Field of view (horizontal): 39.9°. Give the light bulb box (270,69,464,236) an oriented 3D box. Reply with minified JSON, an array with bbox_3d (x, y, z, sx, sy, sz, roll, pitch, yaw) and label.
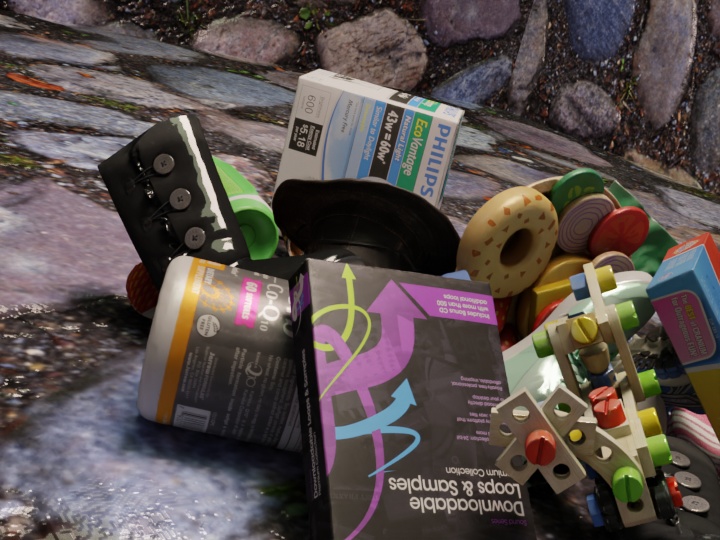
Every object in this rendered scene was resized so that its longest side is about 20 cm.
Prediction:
[{"bbox_3d":[0.008,-0.123,1.226,0.197,0.201,0.125,16,18,5],"label":"light bulb box"}]

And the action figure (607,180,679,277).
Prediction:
[{"bbox_3d":[0.215,0.027,0.962,0.118,0.200,0.055,44,6,0],"label":"action figure"}]

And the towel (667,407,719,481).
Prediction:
[{"bbox_3d":[0.346,0.178,0.862,0.144,0.030,0.200,17,17,7],"label":"towel"}]

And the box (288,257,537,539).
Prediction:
[{"bbox_3d":[0.032,0.095,0.618,0.141,0.036,0.203,7,60,-26],"label":"box"}]

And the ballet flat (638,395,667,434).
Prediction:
[{"bbox_3d":[0.177,0.119,0.851,0.197,0.070,0.070,14,16,-10],"label":"ballet flat"}]

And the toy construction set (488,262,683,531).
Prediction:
[{"bbox_3d":[0.151,0.086,0.636,0.091,0.133,0.200,-14,13,28],"label":"toy construction set"}]

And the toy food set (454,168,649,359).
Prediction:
[{"bbox_3d":[0.167,0.009,0.872,0.195,0.203,0.049,-13,28,-22],"label":"toy food set"}]

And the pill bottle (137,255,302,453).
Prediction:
[{"bbox_3d":[-0.049,0.067,0.697,0.197,0.118,0.117,13,16,-8],"label":"pill bottle"}]

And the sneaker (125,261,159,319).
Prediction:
[{"bbox_3d":[-0.102,0.027,0.863,0.197,0.074,0.077,20,8,5],"label":"sneaker"}]

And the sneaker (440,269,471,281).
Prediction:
[{"bbox_3d":[0.047,0.055,0.798,0.077,0.071,0.200,-15,-14,-9],"label":"sneaker"}]

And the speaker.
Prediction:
[{"bbox_3d":[-0.156,-0.067,1.089,0.087,0.090,0.200,6,18,-29],"label":"speaker"}]

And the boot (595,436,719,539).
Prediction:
[{"bbox_3d":[0.246,0.185,0.673,0.162,0.067,0.200,18,12,3],"label":"boot"}]

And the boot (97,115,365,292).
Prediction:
[{"bbox_3d":[-0.106,-0.041,0.812,0.163,0.066,0.202,-25,65,-9],"label":"boot"}]

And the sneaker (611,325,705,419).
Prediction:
[{"bbox_3d":[0.264,0.104,0.946,0.086,0.077,0.200,51,-16,-13],"label":"sneaker"}]

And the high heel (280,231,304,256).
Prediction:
[{"bbox_3d":[-0.071,-0.027,1.053,0.141,0.072,0.200,8,26,-45],"label":"high heel"}]

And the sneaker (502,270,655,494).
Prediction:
[{"bbox_3d":[0.176,0.089,0.768,0.199,0.074,0.118,-34,41,-7],"label":"sneaker"}]

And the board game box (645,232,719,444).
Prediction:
[{"bbox_3d":[0.302,0.080,0.805,0.040,0.202,0.153,-26,1,27],"label":"board game box"}]

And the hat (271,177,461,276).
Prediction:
[{"bbox_3d":[0.000,0.000,0.873,0.197,0.082,0.201,12,-24,6],"label":"hat"}]
